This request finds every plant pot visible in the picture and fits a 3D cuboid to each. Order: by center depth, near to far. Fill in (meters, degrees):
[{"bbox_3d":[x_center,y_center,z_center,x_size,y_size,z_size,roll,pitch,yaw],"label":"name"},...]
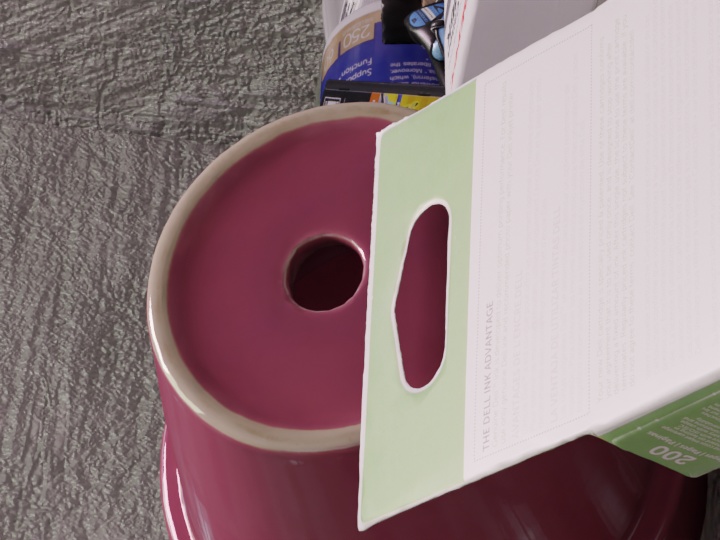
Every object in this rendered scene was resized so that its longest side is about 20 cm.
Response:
[{"bbox_3d":[0.012,0.042,0.931,0.179,0.198,0.201,62,-152,-59],"label":"plant pot"}]

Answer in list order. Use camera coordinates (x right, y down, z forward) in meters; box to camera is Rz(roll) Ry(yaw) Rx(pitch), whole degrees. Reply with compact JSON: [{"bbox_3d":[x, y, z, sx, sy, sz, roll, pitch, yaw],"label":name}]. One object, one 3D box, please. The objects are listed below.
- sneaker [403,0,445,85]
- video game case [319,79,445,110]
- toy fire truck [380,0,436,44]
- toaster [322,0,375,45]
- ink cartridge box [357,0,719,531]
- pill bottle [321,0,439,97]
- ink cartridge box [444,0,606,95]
[{"bbox_3d":[0.070,-0.141,1.437,0.078,0.089,0.202,-150,68,-85],"label":"sneaker"},{"bbox_3d":[0.000,0.000,1.425,0.181,0.025,0.202,-167,90,-69],"label":"video game case"},{"bbox_3d":[0.072,-0.250,1.528,0.177,0.128,0.201,-88,-4,-51],"label":"toy fire truck"},{"bbox_3d":[0.035,-0.196,1.872,0.130,0.113,0.201,-94,13,-47],"label":"toaster"},{"bbox_3d":[0.080,-0.011,0.780,0.200,0.048,0.147,-31,47,45],"label":"ink cartridge box"},{"bbox_3d":[0.031,-0.054,1.583,0.116,0.115,0.201,101,173,-52],"label":"pill bottle"},{"bbox_3d":[0.089,-0.171,1.269,0.201,0.083,0.145,-90,8,-51],"label":"ink cartridge box"}]
